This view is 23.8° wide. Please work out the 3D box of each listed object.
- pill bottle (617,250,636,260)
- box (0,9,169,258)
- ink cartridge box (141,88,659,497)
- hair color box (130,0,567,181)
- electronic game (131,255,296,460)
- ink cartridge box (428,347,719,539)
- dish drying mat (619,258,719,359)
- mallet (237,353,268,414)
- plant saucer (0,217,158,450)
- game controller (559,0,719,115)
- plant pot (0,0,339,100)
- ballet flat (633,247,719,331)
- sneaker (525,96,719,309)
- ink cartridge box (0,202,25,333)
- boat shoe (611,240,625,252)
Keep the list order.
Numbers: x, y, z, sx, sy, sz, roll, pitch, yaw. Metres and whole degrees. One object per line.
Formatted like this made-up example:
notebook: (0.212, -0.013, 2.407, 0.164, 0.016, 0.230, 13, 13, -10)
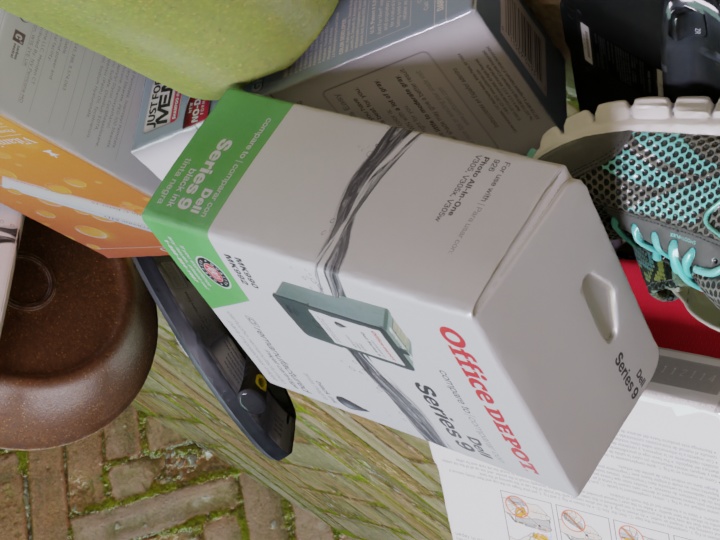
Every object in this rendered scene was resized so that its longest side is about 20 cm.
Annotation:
pill bottle: (0.194, 0.062, 0.991, 0.199, 0.107, 0.106, 24, 162, 39)
box: (-0.158, -0.088, 0.936, 0.124, 0.098, 0.199, -2, 158, 41)
ink cartridge box: (0.019, 0.007, 0.784, 0.199, 0.084, 0.146, 16, 152, 39)
hair color box: (-0.006, -0.083, 0.860, 0.199, 0.061, 0.099, -19, 135, 25)
electronic game: (-0.102, 0.039, 1.139, 0.201, 0.041, 0.200, 58, -179, -1)
ink cartridge box: (0.131, 0.117, 0.965, 0.199, 0.045, 0.177, 11, 130, 35)
dish drying mat: (0.168, 0.034, 0.939, 0.199, 0.078, 0.018, 6, 173, 38)
mallet: (-0.052, 0.033, 1.097, 0.066, 0.041, 0.201, 40, -154, -27)
plant saucer: (-0.218, 0.014, 1.083, 0.200, 0.201, 0.037, 36, 141, -4)
game controller: (0.136, -0.094, 0.779, 0.104, 0.042, 0.200, 45, 170, 25)
plant pot: (-0.105, -0.176, 0.786, 0.199, 0.202, 0.184, 22, 173, 41)
ballet flat: (0.207, 0.005, 0.837, 0.074, 0.074, 0.200, 42, 171, -26)
sneaker: (0.147, -0.024, 0.726, 0.199, 0.092, 0.077, -9, 150, 39)
ink cartridge box: (-0.272, -0.030, 1.004, 0.143, 0.202, 0.084, 11, 151, -10)
boat shoe: (0.070, -0.061, 0.958, 0.200, 0.065, 0.072, 40, 162, -23)
